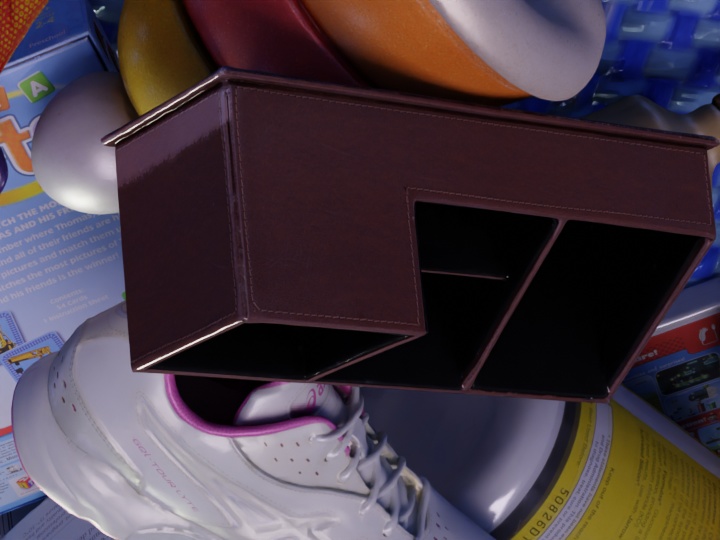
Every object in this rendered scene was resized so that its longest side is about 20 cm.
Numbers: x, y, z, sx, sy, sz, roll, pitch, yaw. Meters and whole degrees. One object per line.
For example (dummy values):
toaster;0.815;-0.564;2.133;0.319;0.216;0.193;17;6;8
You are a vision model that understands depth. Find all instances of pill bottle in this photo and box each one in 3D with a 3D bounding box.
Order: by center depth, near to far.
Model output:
pill bottle;0.091;0.104;1.099;0.112;0.112;0.200;-39;128;20

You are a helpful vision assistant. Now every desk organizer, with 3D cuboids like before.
desk organizer;0.023;-0.007;0.881;0.200;0.077;0.072;5;162;-36

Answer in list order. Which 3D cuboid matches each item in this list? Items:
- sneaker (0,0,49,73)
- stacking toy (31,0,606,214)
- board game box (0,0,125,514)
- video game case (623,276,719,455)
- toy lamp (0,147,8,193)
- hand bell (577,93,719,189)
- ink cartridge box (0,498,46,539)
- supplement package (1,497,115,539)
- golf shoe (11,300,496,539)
sneaker;-0.117;-0.099;0.869;0.077;0.073;0.200;19;87;-30
stacking toy;-0.032;-0.083;0.923;0.200;0.146;0.146;-30;131;24
board game box;-0.133;0.003;1.033;0.151;0.037;0.200;-21;132;5
video game case;0.113;0.098;1.186;0.143;0.017;0.200;-20;132;5
toy lamp;-0.187;-0.094;0.902;0.058;0.058;0.200;-29;117;13
hand bell;0.146;-0.059;1.025;0.200;0.104;0.104;-30;131;-1
ink cartridge box;-0.129;0.175;1.182;0.196;0.043;0.200;1;131;-16
supplement package;-0.047;0.161;1.031;0.117;0.200;0.117;-40;127;17
golf shoe;-0.018;0.072;0.945;0.200;0.075;0.092;26;130;-20
